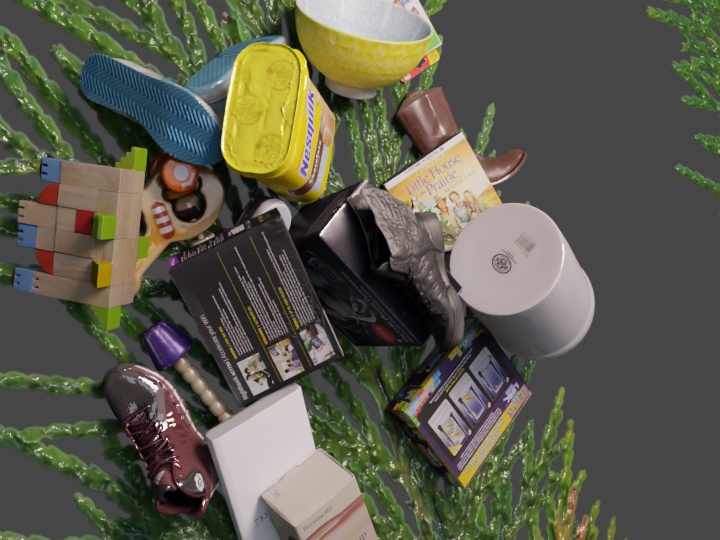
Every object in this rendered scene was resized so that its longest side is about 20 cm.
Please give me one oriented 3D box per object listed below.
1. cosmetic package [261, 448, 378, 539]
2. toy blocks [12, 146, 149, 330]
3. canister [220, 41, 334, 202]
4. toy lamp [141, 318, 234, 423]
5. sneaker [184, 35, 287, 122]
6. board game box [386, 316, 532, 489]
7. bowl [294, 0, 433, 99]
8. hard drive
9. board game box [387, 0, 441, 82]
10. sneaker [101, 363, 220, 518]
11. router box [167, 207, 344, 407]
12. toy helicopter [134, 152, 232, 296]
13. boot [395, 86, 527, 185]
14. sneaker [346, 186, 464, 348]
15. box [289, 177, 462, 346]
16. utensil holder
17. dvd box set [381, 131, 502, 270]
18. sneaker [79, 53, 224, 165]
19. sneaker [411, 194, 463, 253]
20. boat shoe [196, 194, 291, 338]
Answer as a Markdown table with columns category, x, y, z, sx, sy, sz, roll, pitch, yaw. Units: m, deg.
| category | x | y | z | sx | sy | sz | roll | pitch | yaw |
| --- | --- | --- | --- | --- | --- | --- | --- | --- | --- |
| cosmetic package | -0.038 | 0.349 | 0.897 | 0.103 | 0.087 | 0.203 | -33 | 119 | -26 |
| toy blocks | -0.325 | -0.047 | 0.791 | 0.134 | 0.100 | 0.204 | 9 | 97 | 12 |
| canister | -0.093 | -0.172 | 0.868 | 0.085 | 0.200 | 0.151 | 8 | 86 | 10 |
| toy lamp | -0.198 | 0.148 | 0.876 | 0.058 | 0.058 | 0.201 | -45 | 107 | -25 |
| sneaker | -0.150 | -0.229 | 0.940 | 0.201 | 0.078 | 0.132 | -53 | 137 | -42 |
| board game box | 0.157 | 0.200 | 1.074 | 0.200 | 0.056 | 0.166 | -46 | 109 | -26 |
| bowl | -0.003 | -0.311 | 0.990 | 0.197 | 0.201 | 0.109 | -9 | 132 | -30 |
| hard drive | -0.113 | 0.260 | 0.888 | 0.131 | 0.026 | 0.203 | -27 | 119 | -32 |
| board game box | 0.052 | -0.405 | 1.092 | 0.095 | 0.030 | 0.202 | -38 | 106 | -27 |
| sneaker | -0.233 | 0.204 | 0.808 | 0.075 | 0.116 | 0.201 | -36 | 105 | 8 |
| router box | -0.125 | 0.047 | 0.855 | 0.147 | 0.051 | 0.203 | -25 | 110 | -5 |
| toy helicopter | -0.243 | -0.043 | 0.873 | 0.132 | 0.079 | 0.201 | 42 | 77 | -29 |
| boot | 0.163 | -0.220 | 1.117 | 0.185 | 0.064 | 0.202 | -36 | 99 | -26 |
| sneaker | 0.054 | 0.000 | 0.827 | 0.103 | 0.060 | 0.204 | -9 | 84 | -31 |
| box | 0.000 | 0.000 | 0.932 | 0.200 | 0.181 | 0.105 | 46 | 66 | -17 |
| utensil holder | 0.229 | 0.020 | 0.984 | 0.200 | 0.168 | 0.173 | 37 | 65 | -55 |
| dvd box set | 0.144 | -0.089 | 1.075 | 0.145 | 0.029 | 0.202 | -32 | 102 | 0 |
| sneaker | -0.233 | -0.196 | 0.834 | 0.198 | 0.081 | 0.077 | 34 | 106 | 9 |
| sneaker | 0.097 | -0.068 | 1.025 | 0.196 | 0.077 | 0.090 | -3 | 90 | -9 |
| boat shoe | -0.162 | -0.008 | 0.906 | 0.069 | 0.066 | 0.202 | 20 | 98 | -45 |
